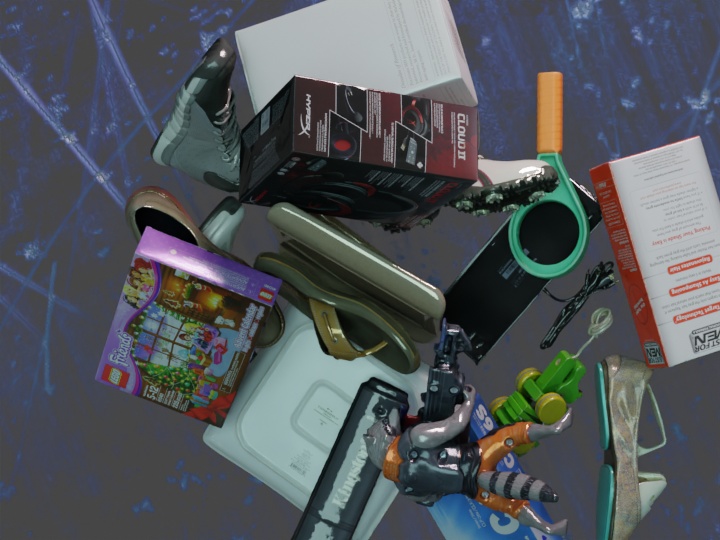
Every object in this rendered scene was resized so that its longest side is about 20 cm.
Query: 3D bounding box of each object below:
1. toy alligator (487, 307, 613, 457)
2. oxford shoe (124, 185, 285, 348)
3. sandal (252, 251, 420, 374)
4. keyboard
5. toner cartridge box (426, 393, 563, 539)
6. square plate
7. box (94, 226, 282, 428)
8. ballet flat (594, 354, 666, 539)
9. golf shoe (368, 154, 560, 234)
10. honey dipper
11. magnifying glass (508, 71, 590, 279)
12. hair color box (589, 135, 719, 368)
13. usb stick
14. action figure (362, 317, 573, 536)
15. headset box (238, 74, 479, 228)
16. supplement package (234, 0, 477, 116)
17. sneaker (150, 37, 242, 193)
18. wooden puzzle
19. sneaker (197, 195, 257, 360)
[{"bbox_3d":[0.188,0.122,1.741,0.200,0.059,0.054,-46,124,7],"label":"toy alligator"},{"bbox_3d":[-0.152,0.006,1.703,0.200,0.075,0.070,42,96,-9],"label":"oxford shoe"},{"bbox_3d":[-0.030,0.051,1.729,0.199,0.080,0.054,30,66,16],"label":"sandal"},{"bbox_3d":[0.172,0.011,1.748,0.127,0.021,0.200,43,98,21],"label":"keyboard"},{"bbox_3d":[0.120,0.227,1.724,0.095,0.043,0.201,-26,98,34],"label":"toner cartridge box"},{"bbox_3d":[-0.030,0.146,1.785,0.199,0.028,0.199,35,96,7],"label":"square plate"},{"bbox_3d":[-0.166,0.058,1.696,0.136,0.039,0.201,21,136,-3],"label":"box"},{"bbox_3d":[0.263,0.183,1.725,0.067,0.068,0.202,0,93,-3],"label":"ballet flat"},{"bbox_3d":[0.093,-0.094,1.724,0.199,0.077,0.089,-8,77,21],"label":"golf shoe"},{"bbox_3d":[0.001,-0.028,1.772,0.199,0.038,0.038,36,96,4],"label":"honey dipper"},{"bbox_3d":[0.184,-0.092,1.735,0.079,0.022,0.202,-1,82,22],"label":"magnifying glass"},{"bbox_3d":[0.298,-0.016,1.699,0.101,0.061,0.201,-16,88,-13],"label":"hair color box"},{"bbox_3d":[-0.012,0.204,1.753,0.055,0.033,0.201,25,95,8],"label":"usb stick"},{"bbox_3d":[0.094,0.154,1.621,0.192,0.105,0.201,5,117,15],"label":"action figure"},{"bbox_3d":[0.006,-0.103,1.614,0.199,0.149,0.076,8,72,-22],"label":"headset box"},{"bbox_3d":[-0.003,-0.194,1.719,0.199,0.117,0.118,-17,80,8],"label":"supplement package"},{"bbox_3d":[-0.125,-0.140,1.730,0.115,0.200,0.075,34,60,-3],"label":"sneaker"},{"bbox_3d":[0.000,0.000,1.694,0.184,0.200,0.037,30,80,5],"label":"wooden puzzle"},{"bbox_3d":[-0.139,0.032,1.786,0.115,0.076,0.201,29,104,-2],"label":"sneaker"}]
